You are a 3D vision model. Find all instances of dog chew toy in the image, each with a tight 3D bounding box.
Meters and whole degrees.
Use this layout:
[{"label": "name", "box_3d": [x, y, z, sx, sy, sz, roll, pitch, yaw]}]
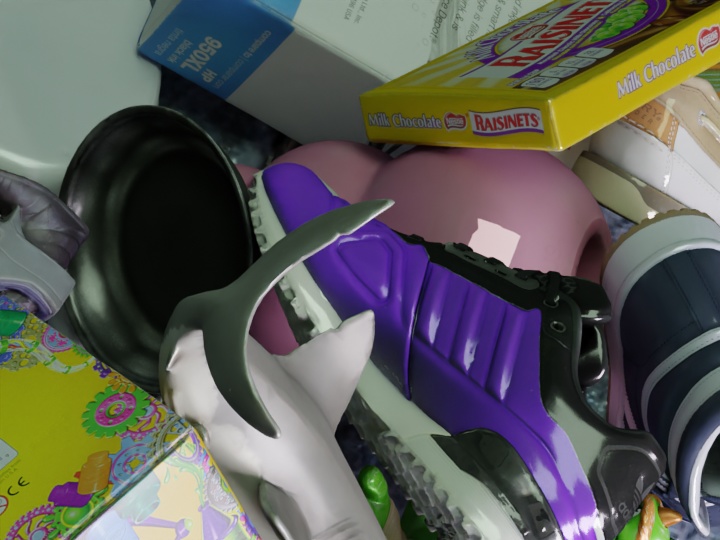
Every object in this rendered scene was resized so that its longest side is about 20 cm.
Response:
[{"label": "dog chew toy", "box_3d": [0.000, 0.000, 0.991, 0.200, 0.125, 0.125, 8, 55, 22]}]

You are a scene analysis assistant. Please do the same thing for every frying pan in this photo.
[{"label": "frying pan", "box_3d": [-0.071, 0.028, 0.953, 0.031, 0.115, 0.190, -6, 80, -48]}]

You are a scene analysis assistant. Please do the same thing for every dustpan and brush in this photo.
[{"label": "dustpan and brush", "box_3d": [-0.135, -0.038, 1.027, 0.139, 0.057, 0.200, -5, 57, -29]}]

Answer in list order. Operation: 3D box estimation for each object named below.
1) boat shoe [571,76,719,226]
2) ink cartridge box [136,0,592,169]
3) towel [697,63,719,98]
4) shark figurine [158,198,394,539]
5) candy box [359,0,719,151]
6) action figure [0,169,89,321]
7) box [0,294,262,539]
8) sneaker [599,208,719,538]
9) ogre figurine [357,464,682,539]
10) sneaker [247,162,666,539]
[{"label": "boat shoe", "box_3d": [0.175, -0.030, 1.053, 0.200, 0.068, 0.075, 23, 6, -46]}, {"label": "ink cartridge box", "box_3d": [0.022, -0.119, 1.075, 0.200, 0.084, 0.145, 30, 58, -15]}, {"label": "towel", "box_3d": [0.176, -0.134, 1.194, 0.086, 0.018, 0.200, -3, 62, -25]}, {"label": "shark figurine", "box_3d": [-0.023, 0.036, 0.782, 0.089, 0.215, 0.128, -42, 54, -20]}, {"label": "candy box", "box_3d": [0.102, -0.094, 0.990, 0.200, 0.102, 0.026, -30, 112, -40]}, {"label": "action figure", "box_3d": [-0.166, 0.059, 0.920, 0.069, 0.130, 0.200, 35, 47, -35]}, {"label": "box", "box_3d": [-0.122, 0.155, 0.798, 0.200, 0.193, 0.122, -41, 40, -18]}, {"label": "sneaker", "box_3d": [0.147, 0.075, 0.962, 0.070, 0.200, 0.109, -23, 52, -2]}, {"label": "ogre figurine", "box_3d": [0.061, 0.120, 0.928, 0.120, 0.200, 0.098, 16, 86, 16]}, {"label": "sneaker", "box_3d": [0.039, 0.025, 0.877, 0.099, 0.070, 0.200, -32, 60, -9]}]
